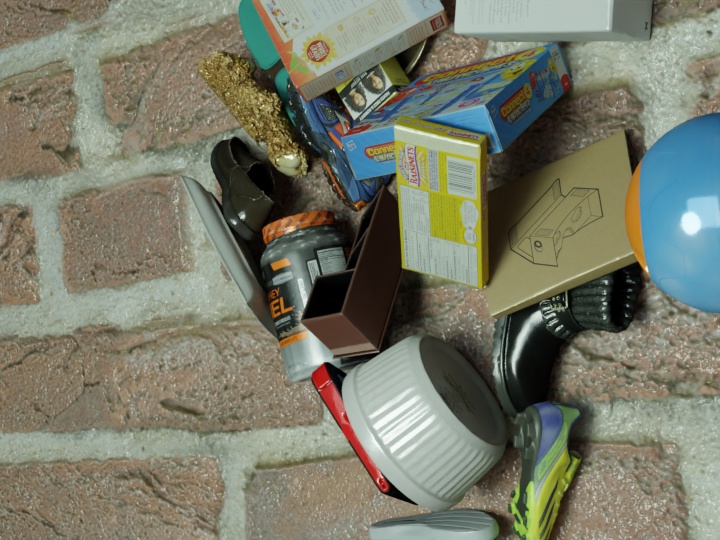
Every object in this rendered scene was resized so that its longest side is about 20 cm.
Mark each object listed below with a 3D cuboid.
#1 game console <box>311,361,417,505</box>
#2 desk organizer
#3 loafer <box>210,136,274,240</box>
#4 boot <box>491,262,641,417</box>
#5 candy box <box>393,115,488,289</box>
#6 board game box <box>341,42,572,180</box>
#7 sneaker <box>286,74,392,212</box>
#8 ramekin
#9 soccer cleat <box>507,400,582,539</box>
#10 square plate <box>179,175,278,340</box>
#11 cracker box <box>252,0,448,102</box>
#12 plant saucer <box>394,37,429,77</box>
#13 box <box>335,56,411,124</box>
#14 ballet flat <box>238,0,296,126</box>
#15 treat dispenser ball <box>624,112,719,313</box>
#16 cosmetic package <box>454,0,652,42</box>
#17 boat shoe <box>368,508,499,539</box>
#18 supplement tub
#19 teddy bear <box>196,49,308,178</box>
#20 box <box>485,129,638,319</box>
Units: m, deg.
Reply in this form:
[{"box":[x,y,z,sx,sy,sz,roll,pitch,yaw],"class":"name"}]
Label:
[{"box":[0.012,0.200,1.706,0.031,0.200,0.177,-35,71,4],"class":"game console"},{"box":[0.000,0.000,1.704,0.071,0.077,0.201,-11,47,37],"class":"desk organizer"},{"box":[-0.144,-0.116,1.851,0.071,0.073,0.200,-35,39,13],"class":"loafer"},{"box":[0.234,0.069,1.594,0.157,0.079,0.212,4,94,37],"class":"boot"},{"box":[0.090,-0.072,1.542,0.102,0.026,0.201,18,135,24],"class":"candy box"},{"box":[0.111,-0.181,1.600,0.199,0.196,0.056,-9,112,37],"class":"board game box"},{"box":[-0.028,-0.175,1.759,0.201,0.078,0.075,61,167,-15],"class":"sneaker"},{"box":[0.083,0.170,1.647,0.105,0.200,0.201,-39,69,20],"class":"ramekin"},{"box":[0.218,0.244,1.626,0.065,0.083,0.201,-126,34,-62],"class":"soccer cleat"},{"box":[-0.161,-0.018,1.842,0.028,0.198,0.201,-29,72,-1],"class":"square plate"},{"box":[-0.012,-0.310,1.686,0.199,0.058,0.134,-27,74,4],"class":"cracker box"},{"box":[0.014,-0.321,1.773,0.199,0.029,0.201,2,93,37],"class":"plant saucer"},{"box":[-0.013,-0.277,1.746,0.075,0.050,0.201,-39,69,30],"class":"box"},{"box":[-0.093,-0.269,1.829,0.068,0.068,0.201,-29,84,39],"class":"ballet flat"},{"box":[0.367,-0.058,1.410,0.200,0.200,0.202,2,94,37],"class":"treat dispenser ball"},{"box":[0.215,-0.296,1.576,0.199,0.101,0.072,7,96,36],"class":"cosmetic package"},{"box":[0.096,0.338,1.730,0.200,0.072,0.071,-12,94,47],"class":"boat shoe"},{"box":[-0.056,0.033,1.786,0.122,0.122,0.201,-21,79,36],"class":"supplement tub"},{"box":[-0.129,-0.206,1.834,0.067,0.145,0.200,-38,70,-3],"class":"teddy bear"},{"box":[0.223,-0.051,1.576,0.199,0.021,0.164,-24,51,28],"class":"box"}]
